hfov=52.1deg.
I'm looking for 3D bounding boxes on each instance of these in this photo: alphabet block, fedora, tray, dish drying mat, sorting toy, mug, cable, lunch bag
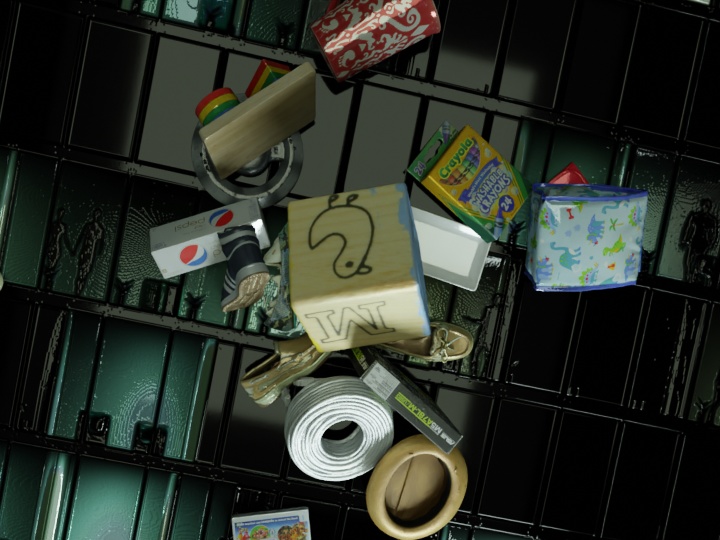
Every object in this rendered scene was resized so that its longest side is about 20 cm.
[{"bbox_3d":[0.000,0.000,1.200,0.196,0.197,0.199,-10,58,7],"label":"alphabet block"},{"bbox_3d":[0.095,0.377,1.322,0.196,0.082,0.205,-3,103,-11],"label":"fedora"},{"bbox_3d":[0.133,-0.045,1.340,0.196,0.022,0.109,19,92,-5],"label":"tray"},{"bbox_3d":[0.423,-0.097,1.360,0.076,0.018,0.201,-38,95,0],"label":"dish drying mat"},{"bbox_3d":[-0.171,-0.256,1.184,0.198,0.199,0.070,-34,84,-9],"label":"sorting toy"},{"bbox_3d":[0.015,-0.432,1.278,0.198,0.179,0.134,-30,131,2],"label":"mug"},{"bbox_3d":[-0.035,0.275,1.287,0.196,0.070,0.204,-8,119,-8],"label":"cable"},{"bbox_3d":[0.396,-0.060,1.289,0.195,0.128,0.174,1,110,2],"label":"lunch bag"}]

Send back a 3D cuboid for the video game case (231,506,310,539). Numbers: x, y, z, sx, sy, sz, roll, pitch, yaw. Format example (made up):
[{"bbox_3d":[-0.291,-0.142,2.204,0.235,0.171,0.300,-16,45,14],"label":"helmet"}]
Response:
[{"bbox_3d":[-0.157,0.543,1.351,0.140,0.018,0.205,-5,94,-3],"label":"video game case"}]

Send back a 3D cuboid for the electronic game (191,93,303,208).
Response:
[{"bbox_3d":[-0.198,-0.208,1.296,0.196,0.042,0.205,-1,94,-13],"label":"electronic game"}]

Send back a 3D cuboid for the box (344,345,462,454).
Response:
[{"bbox_3d":[0.068,0.205,1.254,0.199,0.193,0.048,42,88,-12],"label":"box"}]

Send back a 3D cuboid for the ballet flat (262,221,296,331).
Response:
[{"bbox_3d":[-0.142,0.005,1.294,0.073,0.074,0.205,2,88,-4],"label":"ballet flat"}]

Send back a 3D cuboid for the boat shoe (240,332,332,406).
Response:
[{"bbox_3d":[-0.124,0.151,1.290,0.199,0.072,0.076,-41,114,-1],"label":"boat shoe"}]

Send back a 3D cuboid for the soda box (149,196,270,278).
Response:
[{"bbox_3d":[-0.260,-0.056,1.277,0.196,0.064,0.069,-17,135,-3],"label":"soda box"}]

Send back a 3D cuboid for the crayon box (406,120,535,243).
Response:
[{"bbox_3d":[0.197,-0.164,1.312,0.199,0.052,0.126,40,78,-5],"label":"crayon box"}]

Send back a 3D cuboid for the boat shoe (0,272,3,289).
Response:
[{"bbox_3d":[-0.713,-0.009,1.251,0.197,0.076,0.073,24,91,-5],"label":"boat shoe"}]

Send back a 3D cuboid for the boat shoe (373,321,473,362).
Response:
[{"bbox_3d":[0.110,0.129,1.326,0.195,0.063,0.075,4,93,-4],"label":"boat shoe"}]

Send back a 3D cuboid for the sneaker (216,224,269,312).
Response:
[{"bbox_3d":[-0.207,-0.006,1.249,0.069,0.200,0.110,-15,75,-26],"label":"sneaker"}]
